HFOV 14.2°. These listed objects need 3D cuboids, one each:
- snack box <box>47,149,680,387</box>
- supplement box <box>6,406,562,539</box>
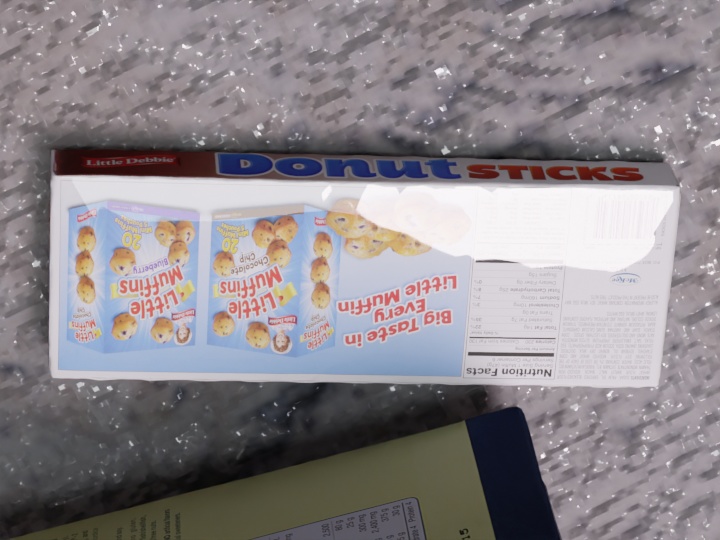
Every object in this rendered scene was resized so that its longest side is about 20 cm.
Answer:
[{"bbox_3d":[0.000,0.000,0.922,0.198,0.024,0.072,1,115,-6],"label":"snack box"},{"bbox_3d":[-0.015,0.181,0.915,0.198,0.134,0.201,-14,115,1],"label":"supplement box"}]
